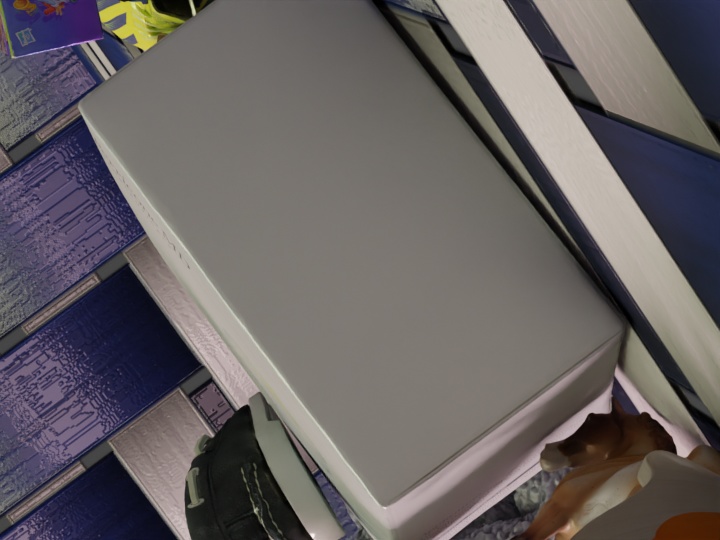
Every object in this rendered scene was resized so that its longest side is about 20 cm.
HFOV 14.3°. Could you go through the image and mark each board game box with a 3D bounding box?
[{"bbox_3d":[-0.171,-0.205,1.370,0.134,0.045,0.200,-152,49,-78],"label":"board game box"}]

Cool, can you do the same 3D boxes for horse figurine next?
[{"bbox_3d":[0.095,0.098,1.070,0.050,0.132,0.200,64,160,-7],"label":"horse figurine"}]

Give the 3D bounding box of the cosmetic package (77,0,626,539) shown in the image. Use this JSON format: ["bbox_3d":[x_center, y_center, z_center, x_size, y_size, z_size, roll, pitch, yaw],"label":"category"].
[{"bbox_3d":[0.000,0.000,1.171,0.199,0.123,0.200,52,174,12],"label":"cosmetic package"}]

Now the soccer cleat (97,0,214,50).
[{"bbox_3d":[-0.106,-0.146,1.465,0.084,0.065,0.200,57,175,20],"label":"soccer cleat"}]

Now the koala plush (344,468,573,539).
[{"bbox_3d":[0.044,0.117,1.399,0.177,0.184,0.200,59,-176,-45],"label":"koala plush"}]

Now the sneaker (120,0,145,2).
[{"bbox_3d":[-0.088,-0.148,1.150,0.079,0.089,0.200,52,175,11],"label":"sneaker"}]

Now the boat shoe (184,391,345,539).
[{"bbox_3d":[-0.051,0.099,1.272,0.076,0.060,0.200,60,177,3],"label":"boat shoe"}]

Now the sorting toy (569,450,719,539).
[{"bbox_3d":[0.143,0.126,0.891,0.200,0.107,0.180,55,-178,-15],"label":"sorting toy"}]

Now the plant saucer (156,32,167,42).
[{"bbox_3d":[-0.039,-0.043,1.475,0.200,0.035,0.200,40,175,4],"label":"plant saucer"}]
